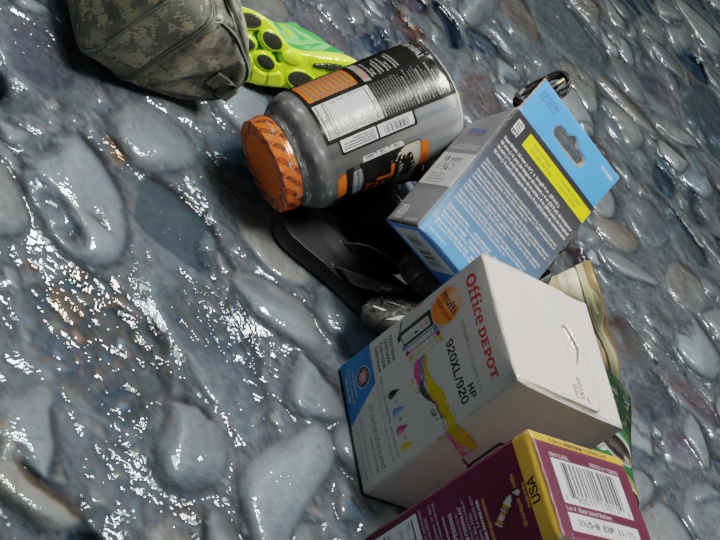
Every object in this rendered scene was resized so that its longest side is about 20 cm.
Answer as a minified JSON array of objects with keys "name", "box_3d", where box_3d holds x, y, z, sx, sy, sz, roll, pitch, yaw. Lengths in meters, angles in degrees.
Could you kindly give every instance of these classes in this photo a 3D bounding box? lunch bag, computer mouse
[{"name":"lunch bag","box_3d":[-0.192,-0.276,1.427,0.168,0.139,0.200,35,31,-53]},{"name":"computer mouse","box_3d":[0.150,-0.161,1.588,0.059,0.200,0.034,43,-11,44]}]

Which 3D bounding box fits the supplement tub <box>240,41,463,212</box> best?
[{"name":"supplement tub","box_3d":[-0.009,-0.139,1.428,0.200,0.123,0.123,-24,73,-18]}]

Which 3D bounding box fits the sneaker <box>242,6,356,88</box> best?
[{"name":"sneaker","box_3d":[-0.094,-0.238,1.580,0.200,0.074,0.084,21,14,-33]}]

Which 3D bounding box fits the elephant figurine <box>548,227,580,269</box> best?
[{"name":"elephant figurine","box_3d":[0.176,-0.047,1.620,0.141,0.155,0.200,-29,64,-25]}]

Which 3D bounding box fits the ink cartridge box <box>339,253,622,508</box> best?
[{"name":"ink cartridge box","box_3d":[0.107,0.113,1.319,0.144,0.200,0.147,24,39,-36]}]

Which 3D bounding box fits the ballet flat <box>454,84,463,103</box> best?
[{"name":"ballet flat","box_3d":[0.064,-0.179,1.665,0.067,0.200,0.064,1,93,-15]}]

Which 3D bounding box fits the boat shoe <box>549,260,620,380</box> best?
[{"name":"boat shoe","box_3d":[0.251,0.072,1.640,0.072,0.065,0.200,-102,173,-45]}]

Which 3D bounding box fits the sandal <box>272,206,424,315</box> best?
[{"name":"sandal","box_3d":[0.000,0.000,1.454,0.200,0.043,0.076,35,34,-23]}]

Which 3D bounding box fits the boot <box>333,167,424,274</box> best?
[{"name":"boot","box_3d":[0.024,-0.098,1.567,0.198,0.073,0.162,51,29,6]}]

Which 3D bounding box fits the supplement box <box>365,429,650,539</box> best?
[{"name":"supplement box","box_3d":[0.123,0.234,1.211,0.131,0.200,0.103,19,43,-40]}]

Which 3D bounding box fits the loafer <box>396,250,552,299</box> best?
[{"name":"loafer","box_3d":[0.120,0.003,1.497,0.200,0.070,0.068,12,38,-43]}]

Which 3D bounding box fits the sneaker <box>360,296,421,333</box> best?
[{"name":"sneaker","box_3d":[0.075,0.076,1.434,0.200,0.080,0.074,21,-2,-44]}]

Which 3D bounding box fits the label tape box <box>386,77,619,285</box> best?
[{"name":"label tape box","box_3d":[0.143,-0.070,1.424,0.200,0.063,0.144,-49,117,-15]}]

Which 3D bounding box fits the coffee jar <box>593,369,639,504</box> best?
[{"name":"coffee jar","box_3d":[0.236,0.192,1.512,0.104,0.085,0.200,40,31,-22]}]
